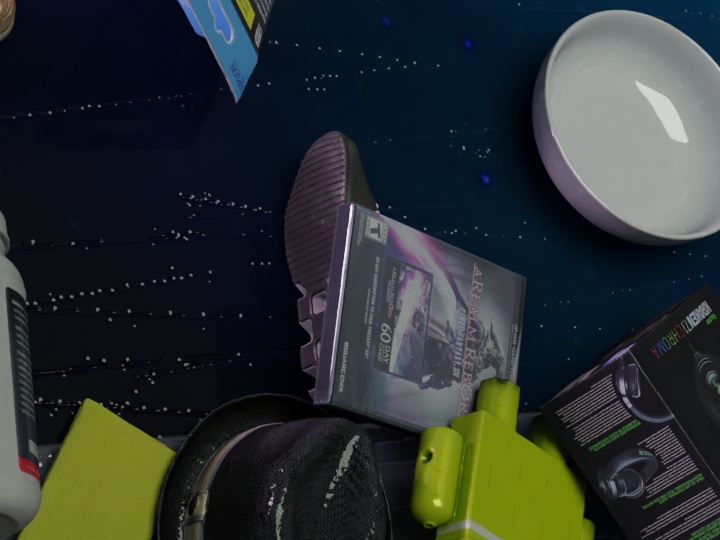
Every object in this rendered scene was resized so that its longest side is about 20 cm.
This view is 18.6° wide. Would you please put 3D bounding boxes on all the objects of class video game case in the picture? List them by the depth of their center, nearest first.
[{"bbox_3d":[0.047,0.048,1.563,0.200,0.019,0.143,21,70,-44],"label":"video game case"}]

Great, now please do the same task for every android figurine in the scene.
[{"bbox_3d":[0.104,0.182,1.552,0.182,0.041,0.200,34,53,-37],"label":"android figurine"}]

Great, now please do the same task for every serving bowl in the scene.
[{"bbox_3d":[0.216,-0.106,1.760,0.200,0.066,0.200,13,63,-26],"label":"serving bowl"}]

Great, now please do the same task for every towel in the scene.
[{"bbox_3d":[-0.185,0.185,1.429,0.086,0.018,0.200,35,54,-19],"label":"towel"}]

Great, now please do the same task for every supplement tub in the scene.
[{"bbox_3d":[-0.273,0.065,1.353,0.140,0.140,0.200,4,67,-29],"label":"supplement tub"}]

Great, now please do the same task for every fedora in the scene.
[{"bbox_3d":[-0.038,0.168,1.467,0.200,0.092,0.201,13,64,-28],"label":"fedora"}]

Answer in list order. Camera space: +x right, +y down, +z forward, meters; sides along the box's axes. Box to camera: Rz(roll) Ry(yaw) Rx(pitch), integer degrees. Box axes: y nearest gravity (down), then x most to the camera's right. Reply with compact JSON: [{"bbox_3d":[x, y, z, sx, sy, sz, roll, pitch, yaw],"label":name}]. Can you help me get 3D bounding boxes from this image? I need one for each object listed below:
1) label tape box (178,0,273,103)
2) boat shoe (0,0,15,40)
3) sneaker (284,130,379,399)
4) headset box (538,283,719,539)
[{"bbox_3d":[-0.109,-0.242,1.586,0.066,0.143,0.200,3,59,21],"label":"label tape box"},{"bbox_3d":[-0.321,-0.186,1.483,0.200,0.066,0.074,-4,71,-31],"label":"boat shoe"},{"bbox_3d":[0.000,0.000,1.588,0.088,0.074,0.200,5,76,-37],"label":"sneaker"},{"bbox_3d":[0.252,0.136,1.624,0.200,0.093,0.174,56,33,3],"label":"headset box"}]
